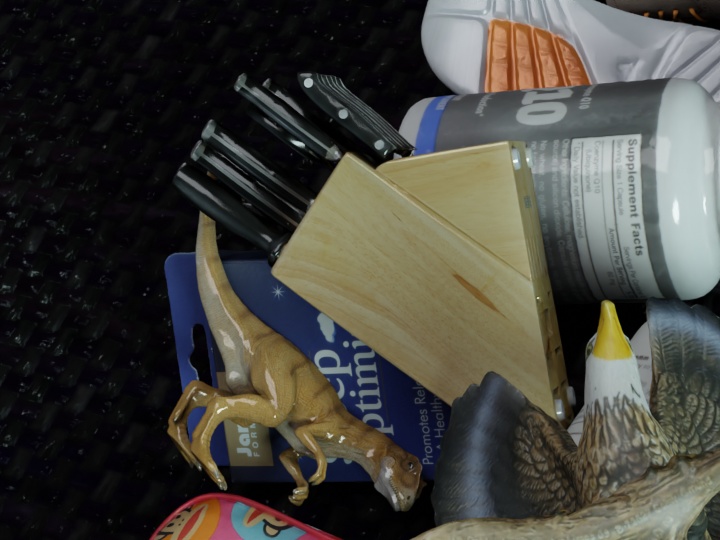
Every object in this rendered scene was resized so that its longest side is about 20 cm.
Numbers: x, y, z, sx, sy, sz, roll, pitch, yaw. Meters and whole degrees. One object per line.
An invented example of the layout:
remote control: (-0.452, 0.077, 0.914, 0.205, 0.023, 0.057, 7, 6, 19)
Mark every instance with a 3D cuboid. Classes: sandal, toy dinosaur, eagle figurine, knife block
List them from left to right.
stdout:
toy dinosaur: (-0.051, 0.051, 1.005, 0.106, 0.060, 0.200, -39, 84, -13)
knife block: (0.000, 0.000, 0.953, 0.175, 0.064, 0.201, -10, 91, 14)
sandal: (0.133, -0.106, 1.124, 0.206, 0.059, 0.080, 15, 78, 8)
eagle figurine: (0.104, 0.083, 0.792, 0.151, 0.200, 0.151, 25, 93, 4)

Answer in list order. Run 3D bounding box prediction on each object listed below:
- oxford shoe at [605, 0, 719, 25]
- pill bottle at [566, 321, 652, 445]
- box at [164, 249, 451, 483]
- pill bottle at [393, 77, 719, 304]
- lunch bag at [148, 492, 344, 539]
oxford shoe: (0.186, -0.158, 1.140, 0.200, 0.071, 0.073, 34, 92, 43)
pill bottle: (0.122, 0.129, 0.905, 0.114, 0.115, 0.200, 24, 67, 35)
box: (-0.009, 0.047, 1.027, 0.199, 0.122, 0.032, -3, 12, 22)
pill bottle: (0.126, -0.040, 1.032, 0.199, 0.114, 0.114, -3, 54, 21)
lunch bag: (-0.051, 0.214, 0.934, 0.176, 0.082, 0.200, 18, 63, 32)
